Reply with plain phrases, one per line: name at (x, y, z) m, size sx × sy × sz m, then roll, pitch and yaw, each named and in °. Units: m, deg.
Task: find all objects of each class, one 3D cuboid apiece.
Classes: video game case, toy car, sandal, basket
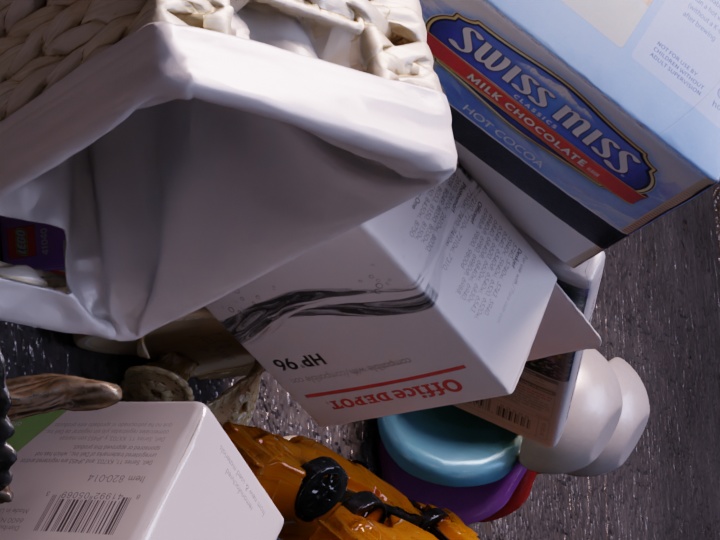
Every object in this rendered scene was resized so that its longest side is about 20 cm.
video game case at (0.014, 0.001, 1.037) m, size 0.023 × 0.199 × 0.182 m, roll -60°, pitch 167°, yaw -25°
toy car at (0.074, 0.091, 1.382) m, size 0.150 × 0.175 × 0.200 m, roll -60°, pitch 162°, yaw 4°
sandal at (-0.068, 0.058, 1.019) m, size 0.212 × 0.077 × 0.070 m, roll 18°, pitch 60°, yaw -77°
basket at (-0.081, -0.069, 0.786) m, size 0.135 × 0.200 × 0.124 m, roll 14°, pitch 62°, yaw -41°

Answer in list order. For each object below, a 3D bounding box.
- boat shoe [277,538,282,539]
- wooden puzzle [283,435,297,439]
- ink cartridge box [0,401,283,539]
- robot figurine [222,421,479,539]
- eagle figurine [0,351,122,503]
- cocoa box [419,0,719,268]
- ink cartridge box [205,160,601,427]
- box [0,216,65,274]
boat shoe at (-0.019, 0.195, 1.070) m, size 0.074 × 0.065 × 0.203 m, roll -7°, pitch 73°, yaw -49°
wooden puzzle at (-0.016, 0.218, 1.190) m, size 0.185 × 0.037 × 0.201 m, roll 62°, pitch 27°, yaw -50°
ink cartridge box at (-0.118, 0.137, 0.699) m, size 0.067 × 0.117 × 0.200 m, roll 61°, pitch 40°, yaw -37°
robot figurine at (0.009, 0.133, 1.025) m, size 0.058 × 0.145 × 0.200 m, roll -53°, pitch 145°, yaw 3°
eagle figurine at (-0.168, 0.033, 0.614) m, size 0.151 × 0.152 × 0.200 m, roll 49°, pitch -5°, yaw 9°
cocoa box at (0.069, -0.122, 0.890) m, size 0.134 × 0.200 × 0.131 m, roll -56°, pitch -171°, yaw -24°
ink cartridge box at (0.000, 0.000, 0.930) m, size 0.200 × 0.116 × 0.068 m, roll 47°, pitch 50°, yaw -29°
box at (-0.120, -0.092, 0.975) m, size 0.137 × 0.039 × 0.201 m, roll 15°, pitch 69°, yaw -72°
